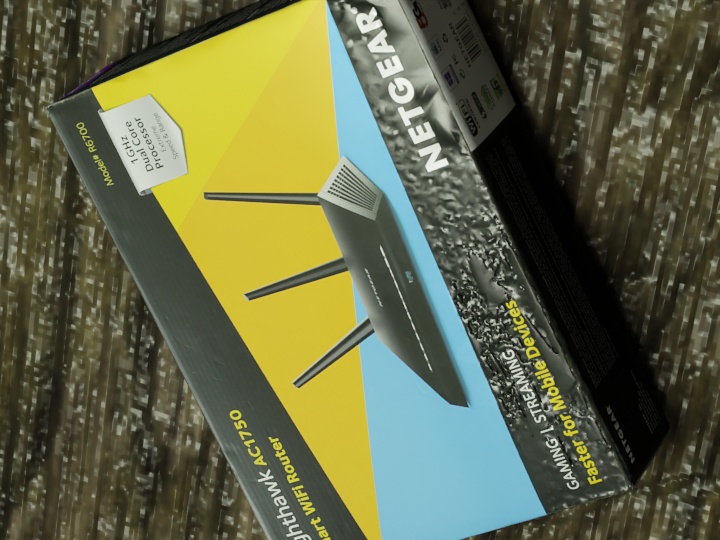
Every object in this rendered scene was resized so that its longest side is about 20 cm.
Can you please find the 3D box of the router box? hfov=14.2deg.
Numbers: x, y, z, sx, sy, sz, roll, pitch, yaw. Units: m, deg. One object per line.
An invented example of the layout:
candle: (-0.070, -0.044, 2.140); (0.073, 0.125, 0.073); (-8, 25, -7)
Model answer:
router box: (0.000, 0.000, 1.014); (0.149, 0.051, 0.201); (-19, 104, 31)
